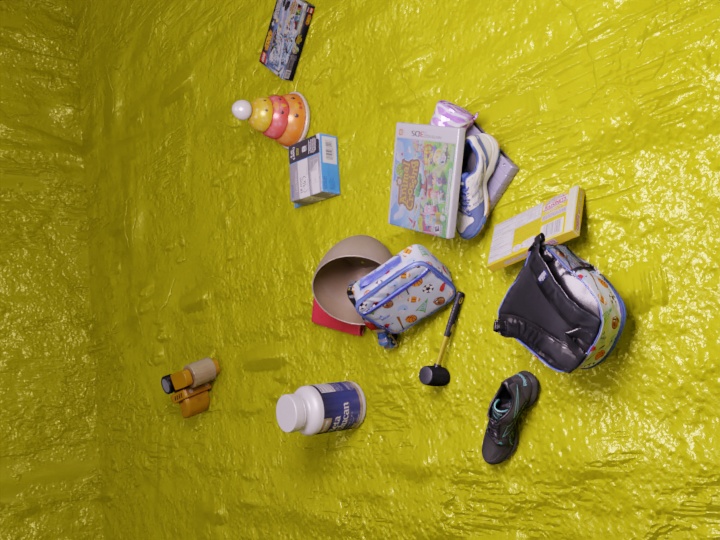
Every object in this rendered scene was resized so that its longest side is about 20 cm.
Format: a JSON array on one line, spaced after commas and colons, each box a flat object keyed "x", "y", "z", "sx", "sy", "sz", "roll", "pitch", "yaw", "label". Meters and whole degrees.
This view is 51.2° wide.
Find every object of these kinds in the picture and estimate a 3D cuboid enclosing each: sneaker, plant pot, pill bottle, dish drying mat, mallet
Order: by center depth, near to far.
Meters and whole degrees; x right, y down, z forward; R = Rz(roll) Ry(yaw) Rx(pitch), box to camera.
[{"x": 0.261, "y": 0.276, "z": 1.402, "sx": 0.075, "sy": 0.078, "sz": 0.204, "roll": 37, "pitch": 118, "yaw": 43, "label": "sneaker"}, {"x": 0.201, "y": -0.160, "z": 1.428, "sx": 0.075, "sy": 0.087, "sz": 0.205, "roll": 20, "pitch": 108, "yaw": 43, "label": "sneaker"}, {"x": 0.167, "y": 0.141, "z": 1.526, "sx": 0.041, "sy": 0.065, "sz": 0.204, "roll": 24, "pitch": 107, "yaw": 45, "label": "mallet"}, {"x": 0.000, "y": 0.000, "z": 1.660, "sx": 0.200, "sy": 0.198, "sz": 0.136, "roll": -46, "pitch": 22, "yaw": 38, "label": "plant pot"}, {"x": -0.092, "y": 0.319, "z": 1.730, "sx": 0.110, "sy": 0.197, "sz": 0.114, "roll": -1, "pitch": 89, "yaw": 49, "label": "pill bottle"}, {"x": -0.054, "y": 0.105, "z": 1.830, "sx": 0.198, "sy": 0.018, "sz": 0.079, "roll": 10, "pitch": 97, "yaw": 51, "label": "dish drying mat"}]

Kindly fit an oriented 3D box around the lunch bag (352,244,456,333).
[{"x": 0.083, "y": 0.042, "z": 1.530, "sx": 0.199, "sy": 0.159, "sz": 0.077, "roll": -35, "pitch": 43, "yaw": 23, "label": "lunch bag"}]

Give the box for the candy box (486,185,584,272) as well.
[{"x": 0.312, "y": -0.072, "z": 1.351, "sx": 0.199, "sy": 0.026, "sz": 0.104, "roll": -27, "pitch": 35, "yaw": 47, "label": "candy box"}]

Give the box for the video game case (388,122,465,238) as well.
[{"x": 0.123, "y": -0.176, "z": 1.442, "sx": 0.181, "sy": 0.022, "sz": 0.205, "roll": 19, "pitch": 108, "yaw": 51, "label": "video game case"}]

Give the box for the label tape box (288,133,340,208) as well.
[{"x": -0.137, "y": -0.247, "z": 1.900, "sx": 0.198, "sy": 0.062, "sz": 0.148, "roll": -11, "pitch": 80, "yaw": 49, "label": "label tape box"}]

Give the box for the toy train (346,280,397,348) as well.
[{"x": 0.027, "y": 0.103, "z": 1.621, "sx": 0.034, "sy": 0.201, "sz": 0.046, "roll": -12, "pitch": 38, "yaw": 33, "label": "toy train"}]

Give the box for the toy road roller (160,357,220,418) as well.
[{"x": -0.507, "y": 0.363, "z": 2.298, "sx": 0.199, "sy": 0.122, "sz": 0.149, "roll": -27, "pitch": 83, "yaw": 47, "label": "toy road roller"}]

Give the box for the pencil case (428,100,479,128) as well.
[{"x": 0.157, "y": -0.233, "z": 1.489, "sx": 0.084, "sy": 0.084, "sz": 0.203, "roll": 25, "pitch": 115, "yaw": 10, "label": "pencil case"}]

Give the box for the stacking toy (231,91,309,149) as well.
[{"x": -0.240, "y": -0.394, "z": 1.921, "sx": 0.145, "sy": 0.197, "sz": 0.150, "roll": 0, "pitch": 90, "yaw": 49, "label": "stacking toy"}]

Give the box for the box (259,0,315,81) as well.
[{"x": -0.197, "y": -0.626, "z": 1.997, "sx": 0.137, "sy": 0.039, "sz": 0.203, "roll": 43, "pitch": 121, "yaw": 40, "label": "box"}]

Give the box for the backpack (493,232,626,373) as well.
[{"x": 0.343, "y": 0.072, "z": 1.253, "sx": 0.191, "sy": 0.151, "sz": 0.203, "roll": 55, "pitch": 136, "yaw": 44, "label": "backpack"}]

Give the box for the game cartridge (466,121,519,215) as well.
[{"x": 0.218, "y": -0.213, "z": 1.498, "sx": 0.131, "sy": 0.038, "sz": 0.201, "roll": -56, "pitch": 50, "yaw": 28, "label": "game cartridge"}]
